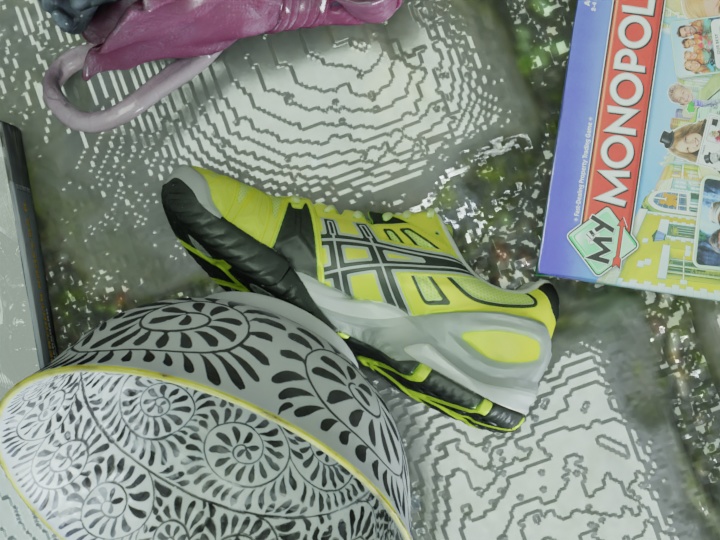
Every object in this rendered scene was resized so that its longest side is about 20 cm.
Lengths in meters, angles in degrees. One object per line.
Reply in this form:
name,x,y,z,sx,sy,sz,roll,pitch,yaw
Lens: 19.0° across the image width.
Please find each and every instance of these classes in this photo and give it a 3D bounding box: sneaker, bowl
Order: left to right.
bowl,-0.055,0.073,0.974,0.201,0.201,0.094,21,55,4
sneaker,0.000,0.000,1.010,0.200,0.075,0.076,30,79,-3

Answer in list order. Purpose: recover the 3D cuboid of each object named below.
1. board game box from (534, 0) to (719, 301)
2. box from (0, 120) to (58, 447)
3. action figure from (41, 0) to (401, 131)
board game box,0.163,-0.086,1.013,0.134,0.029,0.200,8,90,4
box,-0.250,0.023,1.033,0.200,0.048,0.159,-9,89,4
action figure,-0.039,-0.129,0.985,0.200,0.134,0.149,-7,127,-21
